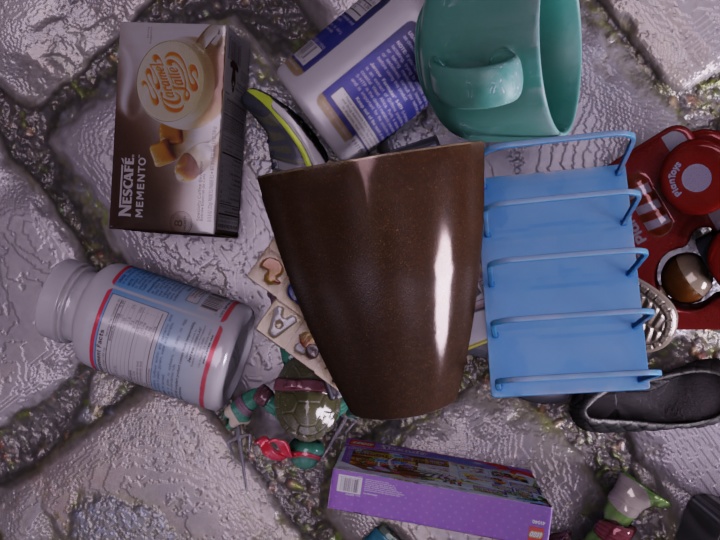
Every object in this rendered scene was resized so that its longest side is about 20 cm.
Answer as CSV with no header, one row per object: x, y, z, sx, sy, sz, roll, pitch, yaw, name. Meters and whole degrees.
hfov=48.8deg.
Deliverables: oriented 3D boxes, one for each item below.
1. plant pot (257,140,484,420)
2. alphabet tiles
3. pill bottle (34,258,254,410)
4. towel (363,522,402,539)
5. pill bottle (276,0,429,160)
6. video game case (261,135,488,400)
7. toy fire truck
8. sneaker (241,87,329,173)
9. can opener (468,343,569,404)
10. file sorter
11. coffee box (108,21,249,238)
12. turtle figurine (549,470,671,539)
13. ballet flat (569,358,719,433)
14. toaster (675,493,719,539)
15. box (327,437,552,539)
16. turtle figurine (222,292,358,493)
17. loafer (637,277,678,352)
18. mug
0.023,0.010,0.648,0.183,0.187,0.204,-8,96,5,plant pot
0.000,0.000,0.729,0.165,0.006,0.201,35,80,1,alphabet tiles
-0.214,0.058,0.795,0.197,0.109,0.110,19,92,4,pill bottle
0.014,0.383,0.825,0.146,0.022,0.201,40,95,4,towel
0.029,-0.207,0.768,0.199,0.120,0.120,-38,88,4,pill bottle
0.022,-0.005,0.747,0.178,0.026,0.203,-19,84,-7,video game case
0.303,-0.032,0.766,0.167,0.112,0.202,-31,89,30,toy fire truck
-0.068,-0.094,0.803,0.080,0.074,0.201,-34,86,8,sneaker
0.117,0.086,0.797,0.197,0.053,0.068,12,91,5,can opener
0.170,-0.001,0.669,0.136,0.123,0.204,-5,79,10,file sorter
-0.181,-0.138,0.803,0.112,0.080,0.204,4,91,8,coffee box
0.242,0.303,0.748,0.143,0.200,0.195,33,89,-31,turtle figurine
0.305,0.130,0.780,0.196,0.057,0.068,-11,91,5,ballet flat
0.381,0.326,0.745,0.197,0.119,0.184,13,91,4,toaster
0.073,0.208,0.759,0.196,0.137,0.040,9,91,5,box
-0.052,0.118,0.782,0.147,0.101,0.204,10,75,-20,turtle figurine
0.208,0.015,0.769,0.197,0.068,0.077,23,110,13,loafer
0.105,-0.186,0.644,0.113,0.184,0.155,2,86,28,mug
